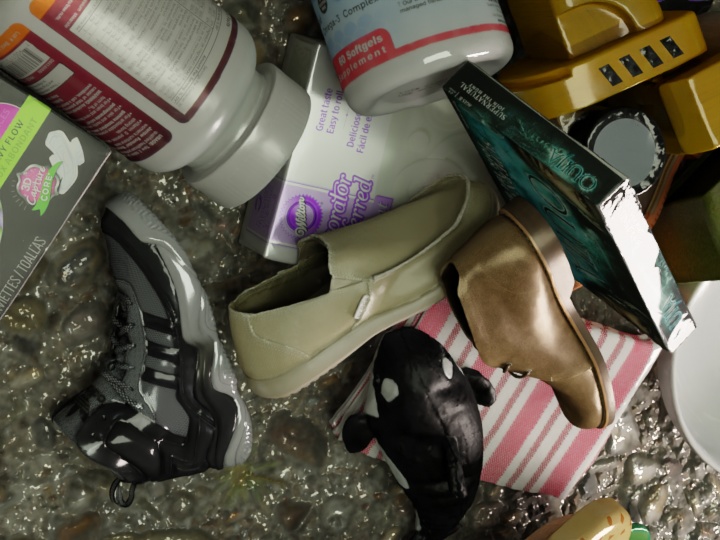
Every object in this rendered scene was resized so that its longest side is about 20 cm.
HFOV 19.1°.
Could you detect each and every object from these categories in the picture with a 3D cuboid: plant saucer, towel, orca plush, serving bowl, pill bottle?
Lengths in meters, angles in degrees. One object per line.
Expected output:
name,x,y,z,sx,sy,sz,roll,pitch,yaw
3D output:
plant saucer,0.274,-0.078,1.441,0.048,0.200,0.200,45,83,-5
towel,0.094,0.079,1.460,0.200,0.030,0.146,16,121,-27
orca plush,0.044,0.133,1.419,0.105,0.071,0.200,-3,127,-15
serving bowl,0.293,0.048,1.536,0.200,0.066,0.201,-7,108,-22
pill bottle,-0.134,-0.129,1.301,0.200,0.110,0.110,36,88,-24
pill bottle,0.013,-0.205,1.316,0.109,0.109,0.200,-17,82,-17

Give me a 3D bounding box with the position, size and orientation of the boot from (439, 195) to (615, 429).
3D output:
boot,0.106,0.042,1.361,0.075,0.074,0.200,-36,132,-8

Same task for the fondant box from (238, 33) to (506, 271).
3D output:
fondant box,0.034,-0.063,1.414,0.200,0.058,0.145,11,98,-23

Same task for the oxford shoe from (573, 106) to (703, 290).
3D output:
oxford shoe,0.174,-0.069,1.459,0.073,0.071,0.200,43,68,-16

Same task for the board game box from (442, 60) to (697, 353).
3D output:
board game box,0.131,-0.035,1.307,0.028,0.135,0.200,-45,146,-6

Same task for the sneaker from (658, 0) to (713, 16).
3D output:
sneaker,0.154,-0.196,1.424,0.200,0.070,0.100,9,101,-23

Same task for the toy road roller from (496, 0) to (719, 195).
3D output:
toy road roller,0.177,-0.141,1.356,0.200,0.123,0.146,-25,104,-15

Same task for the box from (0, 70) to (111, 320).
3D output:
box,-0.278,-0.072,1.250,0.200,0.124,0.149,34,88,-24

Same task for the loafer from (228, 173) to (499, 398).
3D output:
loafer,0.000,0.000,1.344,0.200,0.076,0.068,-39,120,-7

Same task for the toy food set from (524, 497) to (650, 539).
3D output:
toy food set,0.133,0.252,1.488,0.200,0.049,0.198,-54,148,-7

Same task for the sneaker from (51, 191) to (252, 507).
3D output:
sneaker,-0.148,0.057,1.357,0.114,0.075,0.200,-27,113,-17
